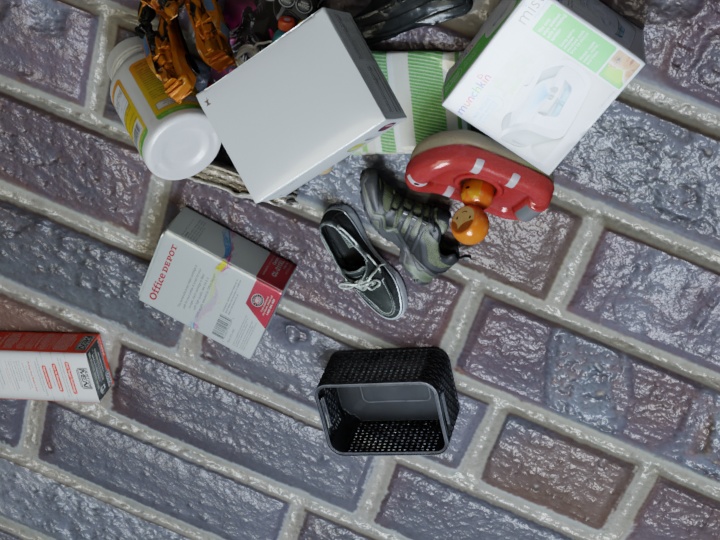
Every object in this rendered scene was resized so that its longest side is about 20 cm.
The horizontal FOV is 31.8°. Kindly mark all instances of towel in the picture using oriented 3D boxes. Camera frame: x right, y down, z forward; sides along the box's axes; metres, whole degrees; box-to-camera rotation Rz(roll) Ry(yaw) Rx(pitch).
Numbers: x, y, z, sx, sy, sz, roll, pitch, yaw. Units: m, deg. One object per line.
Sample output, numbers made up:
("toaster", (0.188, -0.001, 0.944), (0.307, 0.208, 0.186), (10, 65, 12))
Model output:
("towel", (-0.186, -0.130, 1.793), (0.198, 0.133, 0.035), (18, 95, 7))
("towel", (0.050, -0.228, 1.723), (0.197, 0.023, 0.154), (3, 120, 17))

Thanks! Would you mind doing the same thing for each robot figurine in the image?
("robot figurine", (-0.233, -0.325, 1.657), (0.144, 0.202, 0.058), (-31, 148, 15))

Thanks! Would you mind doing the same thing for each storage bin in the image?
("storage bin", (0.042, 0.203, 1.945), (0.197, 0.094, 0.137), (-3, 120, 20))

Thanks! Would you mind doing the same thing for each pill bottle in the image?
("pill bottle", (-0.274, -0.227, 1.717), (0.110, 0.201, 0.112), (-21, 142, -17))

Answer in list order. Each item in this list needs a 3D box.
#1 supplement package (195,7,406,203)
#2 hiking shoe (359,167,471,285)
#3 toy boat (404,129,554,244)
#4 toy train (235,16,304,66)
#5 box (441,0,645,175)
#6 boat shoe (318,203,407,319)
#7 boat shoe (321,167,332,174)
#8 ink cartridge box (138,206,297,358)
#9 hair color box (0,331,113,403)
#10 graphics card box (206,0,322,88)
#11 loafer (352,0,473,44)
("supplement package", (-0.072, -0.203, 1.567), (0.199, 0.111, 0.157), (-31, 88, 18))
("hiking shoe", (0.076, -0.077, 1.785), (0.100, 0.076, 0.201), (-26, 119, 20))
("toy boat", (0.152, -0.097, 1.672), (0.198, 0.132, 0.130), (20, 159, -12))
("toy train", (-0.068, -0.239, 1.682), (0.150, 0.056, 0.200), (-36, 119, 22))
("box", (0.229, -0.257, 1.595), (0.175, 0.097, 0.200), (31, 125, -13))
("boat shoe", (0.002, -0.001, 1.846), (0.073, 0.068, 0.201), (-16, 115, 26))
("boat shoe", (-0.120, -0.175, 1.703), (0.198, 0.074, 0.070), (23, 147, 30))
("ink cartridge box", (-0.218, 0.017, 1.917), (0.198, 0.083, 0.147), (28, 125, -1))
("hair color box", (-0.523, 0.161, 2.114), (0.197, 0.061, 0.103), (2, 121, 18))
("graphics card box", (-0.130, -0.310, 1.710), (0.124, 0.051, 0.202), (21, 123, 2))
("loafer", (0.045, -0.336, 1.617), (0.198, 0.068, 0.071), (-17, 99, 5))
